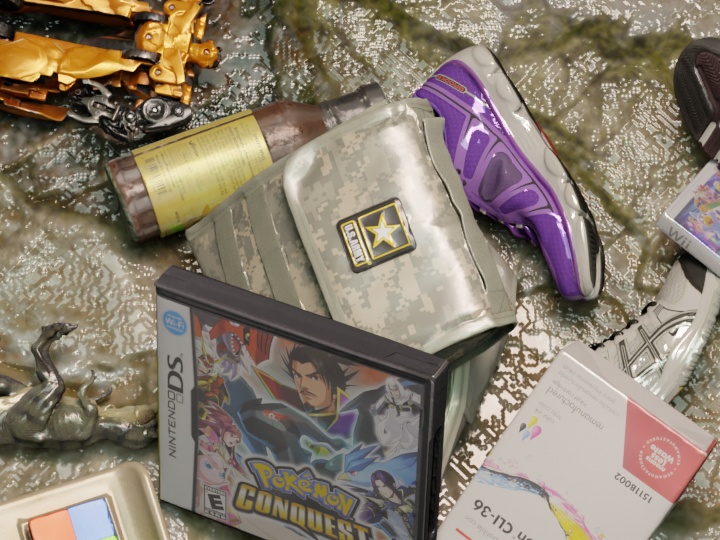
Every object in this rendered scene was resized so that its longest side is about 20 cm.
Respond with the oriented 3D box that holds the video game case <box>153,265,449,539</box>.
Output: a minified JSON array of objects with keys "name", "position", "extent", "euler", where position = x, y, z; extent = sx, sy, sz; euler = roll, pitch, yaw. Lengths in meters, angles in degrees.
[{"name":"video game case","position":[-0.041,0.104,1.596],"extent":[0.199,0.182,0.026],"euler":[19,38,21]}]

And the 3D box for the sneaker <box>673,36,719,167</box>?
[{"name":"sneaker","position":[0.310,-0.094,1.727],"extent":[0.200,0.076,0.115],"euler":[45,40,7]}]

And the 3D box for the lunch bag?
[{"name":"lunch bag","position":[0.000,0.000,1.626],"extent":[0.117,0.200,0.165],"euler":[-7,70,-45]}]

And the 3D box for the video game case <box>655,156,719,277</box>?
[{"name":"video game case","position":[0.314,-0.009,1.711],"extent":[0.200,0.018,0.143],"euler":[39,49,9]}]

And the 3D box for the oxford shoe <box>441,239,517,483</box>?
[{"name":"oxford shoe","position":[0.064,0.073,1.688],"extent":[0.058,0.075,0.201],"euler":[24,72,-33]}]

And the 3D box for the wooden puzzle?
[{"name":"wooden puzzle","position":[-0.209,0.236,1.636],"extent":[0.199,0.046,0.186],"euler":[-18,75,-7]}]

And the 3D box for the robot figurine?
[{"name":"robot figurine","position":[-0.194,-0.163,1.747],"extent":[0.199,0.058,0.146],"euler":[11,74,2]}]

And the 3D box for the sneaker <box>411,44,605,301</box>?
[{"name":"sneaker","position":[0.103,-0.057,1.731],"extent":[0.083,0.081,0.201],"euler":[-33,70,6]}]

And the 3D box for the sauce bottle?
[{"name":"sauce bottle","position":[-0.074,-0.078,1.723],"extent":[0.199,0.065,0.065],"euler":[-19,75,-7]}]

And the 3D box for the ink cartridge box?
[{"name":"ink cartridge box","position":[0.126,0.161,1.621],"extent":[0.116,0.067,0.201],"euler":[35,102,9]}]

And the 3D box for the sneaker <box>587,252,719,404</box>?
[{"name":"sneaker","position":[0.177,0.065,1.685],"extent":[0.087,0.076,0.201],"euler":[26,74,5]}]

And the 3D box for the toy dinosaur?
[{"name":"toy dinosaur","position":[-0.225,0.084,1.682],"extent":[0.199,0.047,0.089],"euler":[-6,81,-1]}]
